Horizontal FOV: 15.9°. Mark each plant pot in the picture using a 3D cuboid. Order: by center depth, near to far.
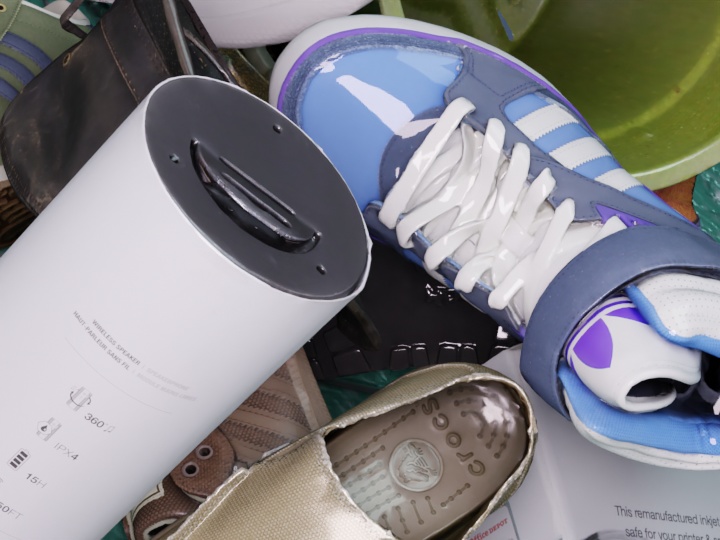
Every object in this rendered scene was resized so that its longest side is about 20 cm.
[{"bbox_3d":[0.068,-0.138,1.091,0.200,0.200,0.190,33,-5,-20],"label":"plant pot"}]

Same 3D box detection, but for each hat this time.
[{"bbox_3d":[-0.071,-0.037,0.849,0.201,0.081,0.201,61,0,0],"label":"hat"}]

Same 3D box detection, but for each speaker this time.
[{"bbox_3d":[-0.086,0.034,0.753,0.081,0.200,0.081,30,34,-23],"label":"speaker"}]

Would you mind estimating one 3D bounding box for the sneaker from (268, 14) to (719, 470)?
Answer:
[{"bbox_3d":[0.062,-0.007,0.859,0.200,0.081,0.146,34,11,-15],"label":"sneaker"}]

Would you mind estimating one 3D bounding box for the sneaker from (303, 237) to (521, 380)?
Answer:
[{"bbox_3d":[0.000,0.000,0.993,0.200,0.076,0.088,6,14,2],"label":"sneaker"}]

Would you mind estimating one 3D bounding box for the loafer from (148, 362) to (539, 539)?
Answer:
[{"bbox_3d":[-0.018,0.089,0.826,0.076,0.067,0.200,45,63,4],"label":"loafer"}]

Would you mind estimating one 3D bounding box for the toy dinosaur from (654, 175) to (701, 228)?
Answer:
[{"bbox_3d":[0.120,-0.002,1.075,0.105,0.182,0.200,36,10,-6],"label":"toy dinosaur"}]

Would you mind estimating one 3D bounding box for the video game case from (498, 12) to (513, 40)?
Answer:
[{"bbox_3d":[0.013,-0.143,1.280,0.200,0.023,0.182,0,52,-51],"label":"video game case"}]

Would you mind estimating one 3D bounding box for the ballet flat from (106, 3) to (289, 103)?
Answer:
[{"bbox_3d":[-0.037,-0.090,1.107,0.200,0.071,0.071,49,30,7],"label":"ballet flat"}]

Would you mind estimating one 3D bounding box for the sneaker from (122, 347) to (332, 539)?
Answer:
[{"bbox_3d":[-0.054,0.060,0.897,0.076,0.070,0.200,-11,59,-50],"label":"sneaker"}]

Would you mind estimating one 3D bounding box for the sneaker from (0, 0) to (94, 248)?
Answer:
[{"bbox_3d":[-0.140,-0.057,0.926,0.090,0.067,0.200,61,25,5],"label":"sneaker"}]

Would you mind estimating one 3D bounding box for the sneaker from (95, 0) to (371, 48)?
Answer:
[{"bbox_3d":[-0.071,-0.142,0.967,0.075,0.200,0.089,-44,133,-36],"label":"sneaker"}]

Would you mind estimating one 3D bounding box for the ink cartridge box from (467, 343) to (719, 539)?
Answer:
[{"bbox_3d":[0.100,0.137,0.941,0.147,0.083,0.200,12,55,-43],"label":"ink cartridge box"}]
